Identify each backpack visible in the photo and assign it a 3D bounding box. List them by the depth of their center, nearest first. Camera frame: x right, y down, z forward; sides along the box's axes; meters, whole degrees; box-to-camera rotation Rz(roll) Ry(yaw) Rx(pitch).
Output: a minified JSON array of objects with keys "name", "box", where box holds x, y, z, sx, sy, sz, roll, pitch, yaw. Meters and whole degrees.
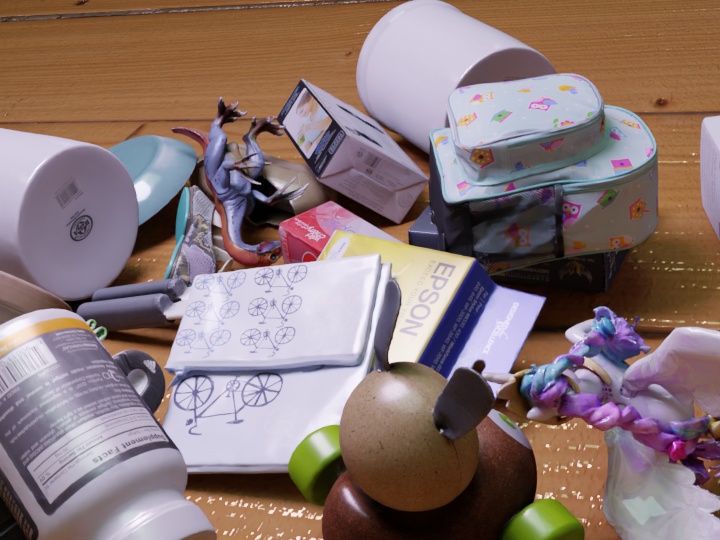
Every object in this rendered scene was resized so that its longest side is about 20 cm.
[{"name":"backpack","box":[0.165,-0.089,1.023,0.199,0.154,0.176,-2,28,-1]}]

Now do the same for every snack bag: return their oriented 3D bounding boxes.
[{"name":"snack bag","box":[-0.077,0.077,0.924,0.188,0.021,0.201,-5,52,24]}]

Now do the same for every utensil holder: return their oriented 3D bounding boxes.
[{"name":"utensil holder","box":[-0.355,-0.061,1.191,0.199,0.170,0.170,12,35,34]},{"name":"utensil holder","box":[0.113,-0.208,1.332,0.169,0.170,0.200,-20,34,-19]}]

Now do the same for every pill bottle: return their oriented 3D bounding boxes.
[{"name":"pill bottle","box":[-0.193,0.133,0.798,0.116,0.117,0.200,-28,66,-29]}]

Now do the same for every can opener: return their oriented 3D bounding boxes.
[{"name":"can opener","box":[-0.184,0.041,1.096,0.199,0.067,0.053,-3,28,30]}]

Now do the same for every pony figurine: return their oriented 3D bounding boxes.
[{"name":"pony figurine","box":[0.199,0.096,0.782,0.193,0.167,0.200,25,18,27]}]

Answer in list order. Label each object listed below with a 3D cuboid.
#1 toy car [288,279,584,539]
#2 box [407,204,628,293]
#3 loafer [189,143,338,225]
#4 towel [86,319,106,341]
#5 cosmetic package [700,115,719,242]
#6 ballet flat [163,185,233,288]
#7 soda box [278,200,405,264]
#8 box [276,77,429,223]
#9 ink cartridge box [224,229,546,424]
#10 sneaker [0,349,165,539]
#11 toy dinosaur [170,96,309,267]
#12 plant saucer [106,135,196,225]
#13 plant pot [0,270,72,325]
[{"name":"toy car","box":[0.047,0.102,0.726,0.157,0.200,0.164,-25,47,-25]},{"name":"box","box":[0.168,-0.047,1.143,0.199,0.051,0.158,6,33,25]},{"name":"loafer","box":[-0.121,-0.094,1.291,0.199,0.076,0.067,10,28,32]},{"name":"towel","box":[-0.306,0.122,0.940,0.149,0.031,0.200,-27,19,36]},{"name":"cosmetic package","box":[0.369,-0.063,1.058,0.074,0.102,0.200,-6,28,8]},{"name":"ballet flat","box":[-0.166,-0.025,1.208,0.072,0.072,0.200,-9,29,1]},{"name":"soda box","box":[0.000,0.000,1.099,0.070,0.064,0.200,-25,33,-24]},{"name":"box","box":[-0.013,-0.138,1.292,0.116,0.060,0.200,26,16,-28]},{"name":"ink cartridge box","box":[0.019,0.067,0.927,0.199,0.047,0.198,10,56,35]},{"name":"sneaker","box":[-0.248,0.150,0.927,0.201,0.076,0.115,-49,18,-31]},{"name":"toy dinosaur","box":[-0.127,-0.083,1.218,0.200,0.105,0.182,-15,58,48]},{"name":"plant saucer","box":[-0.285,-0.099,1.331,0.199,0.036,0.200,-23,31,15]},{"name":"plant pot","box":[-0.379,0.045,1.064,0.200,0.201,0.093,10,75,32]}]
